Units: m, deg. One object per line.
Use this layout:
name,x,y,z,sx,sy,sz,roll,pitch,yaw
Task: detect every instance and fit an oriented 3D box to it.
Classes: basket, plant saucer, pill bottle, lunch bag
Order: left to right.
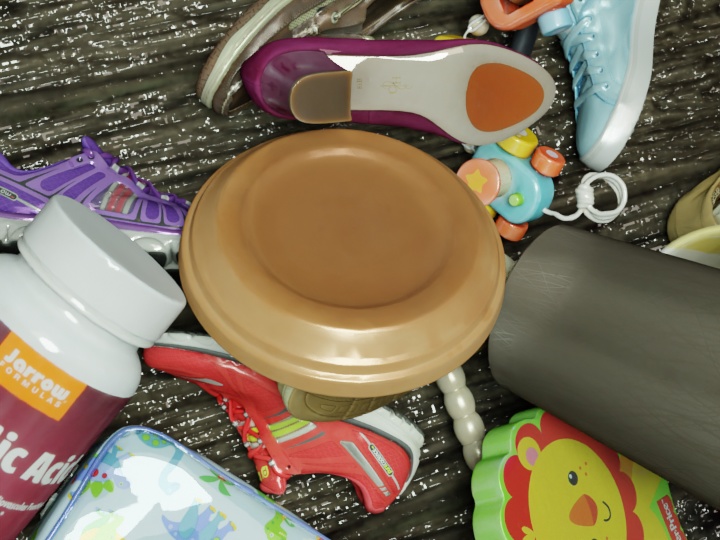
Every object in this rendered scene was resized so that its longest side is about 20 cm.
pill bottle,-0.196,0.065,0.687,0.114,0.114,0.200,39,94,-9
lunch bag,-0.110,0.202,0.743,0.199,0.082,0.162,34,72,-10
plant saucer,-0.009,-0.017,0.726,0.198,0.038,0.201,4,49,-5
basket,0.189,0.058,0.735,0.137,0.199,0.180,-57,145,-13

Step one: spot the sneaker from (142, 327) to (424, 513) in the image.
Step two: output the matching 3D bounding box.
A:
sneaker,-0.054,0.098,0.785,0.199,0.077,0.086,26,83,-10

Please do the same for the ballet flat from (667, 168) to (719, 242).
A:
ballet flat,0.319,-0.076,0.938,0.200,0.063,0.069,-42,94,-20

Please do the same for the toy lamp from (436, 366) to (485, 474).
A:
toy lamp,0.086,0.137,0.831,0.058,0.058,0.202,-22,89,-20

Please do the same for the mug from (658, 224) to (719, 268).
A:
mug,0.290,0.033,0.844,0.153,0.186,0.151,-7,70,-62

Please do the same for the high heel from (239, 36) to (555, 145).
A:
high heel,0.025,-0.124,0.778,0.198,0.096,0.068,0,111,-28

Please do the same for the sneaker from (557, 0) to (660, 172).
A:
sneaker,0.171,-0.171,0.906,0.081,0.074,0.202,16,68,-7

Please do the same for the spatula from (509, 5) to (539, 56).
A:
spatula,0.139,-0.218,0.849,0.056,0.201,0.021,-21,57,-37

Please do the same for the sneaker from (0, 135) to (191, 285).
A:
sneaker,-0.151,-0.041,0.772,0.198,0.081,0.084,8,73,-16

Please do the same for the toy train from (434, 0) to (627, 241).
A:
toy train,0.102,-0.119,0.830,0.055,0.149,0.202,-15,90,-49

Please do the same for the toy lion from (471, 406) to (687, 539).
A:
toy lion,0.158,0.181,0.806,0.191,0.068,0.202,-19,86,-43

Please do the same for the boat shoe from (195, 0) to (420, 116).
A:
boat shoe,-0.020,-0.165,0.829,0.075,0.075,0.202,43,71,6

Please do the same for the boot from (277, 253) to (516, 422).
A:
boot,0.000,0.000,0.782,0.199,0.073,0.156,-24,63,-31
